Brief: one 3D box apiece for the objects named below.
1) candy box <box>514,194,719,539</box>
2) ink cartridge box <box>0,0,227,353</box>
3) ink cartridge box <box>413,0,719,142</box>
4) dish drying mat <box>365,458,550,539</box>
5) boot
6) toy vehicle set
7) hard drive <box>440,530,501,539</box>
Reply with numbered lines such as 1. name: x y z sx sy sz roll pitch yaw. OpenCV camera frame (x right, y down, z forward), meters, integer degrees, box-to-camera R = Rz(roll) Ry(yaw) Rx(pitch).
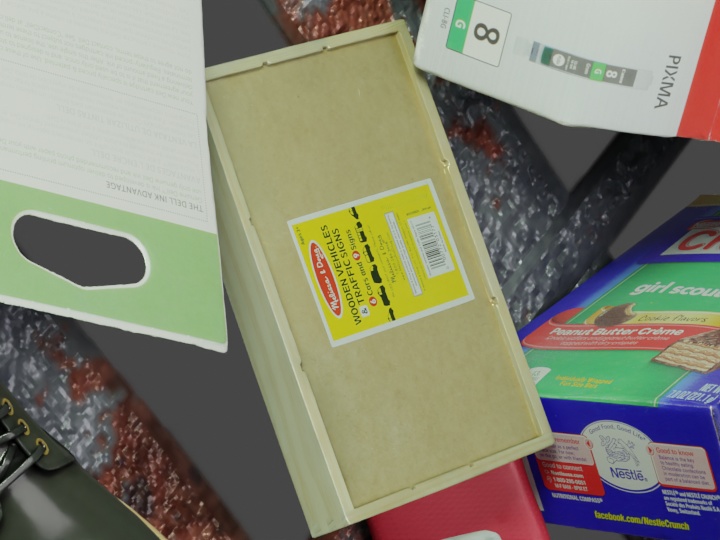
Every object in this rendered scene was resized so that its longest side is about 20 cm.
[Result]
1. candy box: 0.167 0.041 1.375 0.200 0.168 0.077 -32 113 -37
2. ink cartridge box: -0.124 -0.068 1.171 0.145 0.048 0.201 14 63 -40
3. ink cartridge box: 0.133 -0.129 1.272 0.050 0.199 0.162 -39 147 -58
4. dish drying mat: 0.064 0.174 1.364 0.076 0.018 0.201 -21 105 -6
5. boot: -0.137 0.061 1.068 0.078 0.199 0.139 -51 163 -29
6. toy vehicle set: 0.000 0.000 1.293 0.124 0.026 0.201 -16 85 -39
7. hard drive: -0.053 0.149 1.206 0.199 0.132 0.027 -15 87 -40
